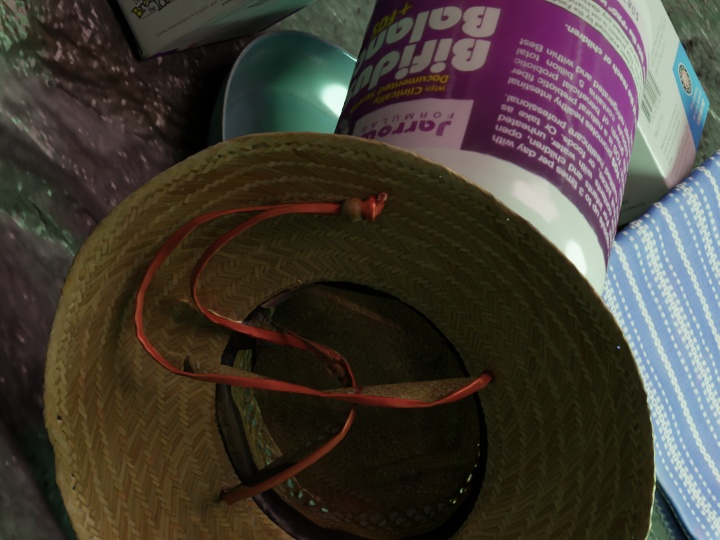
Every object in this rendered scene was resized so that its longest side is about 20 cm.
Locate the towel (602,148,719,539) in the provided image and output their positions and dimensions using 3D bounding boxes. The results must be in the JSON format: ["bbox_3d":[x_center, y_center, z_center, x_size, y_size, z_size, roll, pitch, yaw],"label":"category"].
[{"bbox_3d":[0.175,0.027,1.186,0.200,0.024,0.145,-37,106,-46],"label":"towel"}]

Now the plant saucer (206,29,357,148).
[{"bbox_3d":[0.000,0.000,1.015,0.200,0.027,0.200,41,34,-36],"label":"plant saucer"}]

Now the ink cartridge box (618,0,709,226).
[{"bbox_3d":[0.090,-0.129,1.217,0.200,0.068,0.116,61,26,-20],"label":"ink cartridge box"}]

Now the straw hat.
[{"bbox_3d":[0.000,0.043,0.826,0.201,0.201,0.085,59,13,-8],"label":"straw hat"}]

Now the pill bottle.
[{"bbox_3d":[0.041,-0.031,0.952,0.112,0.112,0.200,46,40,-30],"label":"pill bottle"}]

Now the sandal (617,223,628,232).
[{"bbox_3d":[0.170,0.064,1.224,0.080,0.054,0.200,14,54,-56],"label":"sandal"}]

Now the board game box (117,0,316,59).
[{"bbox_3d":[-0.065,-0.198,0.991,0.200,0.105,0.103,64,26,0],"label":"board game box"}]
